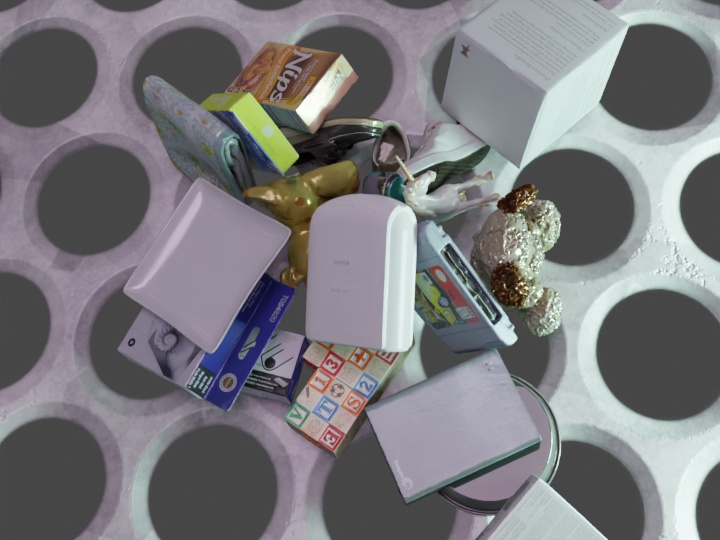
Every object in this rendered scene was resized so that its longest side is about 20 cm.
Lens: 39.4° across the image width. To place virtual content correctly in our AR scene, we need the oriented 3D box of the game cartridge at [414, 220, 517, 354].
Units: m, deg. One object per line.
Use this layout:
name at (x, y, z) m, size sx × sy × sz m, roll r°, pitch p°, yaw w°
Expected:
game cartridge at (0.113, 0.028, 1.362) m, size 0.041 × 0.133 × 0.200 m, roll -43°, pitch 102°, yaw -26°

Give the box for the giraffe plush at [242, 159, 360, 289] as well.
giraffe plush at (-0.069, -0.060, 1.456) m, size 0.171 × 0.200 × 0.163 m, roll -15°, pitch 95°, yaw 11°

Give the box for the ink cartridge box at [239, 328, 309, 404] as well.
ink cartridge box at (-0.182, 0.121, 1.448) m, size 0.198 × 0.044 × 0.095 m, roll 13°, pitch 70°, yaw 13°

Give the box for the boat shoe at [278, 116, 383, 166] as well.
boat shoe at (-0.050, -0.191, 1.521) m, size 0.200 × 0.072 × 0.067 m, roll -2°, pitch 86°, yaw 35°

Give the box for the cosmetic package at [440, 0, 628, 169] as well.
cosmetic package at (0.250, -0.296, 1.470) m, size 0.167 × 0.167 × 0.200 m, roll 41°, pitch 62°, yaw 19°

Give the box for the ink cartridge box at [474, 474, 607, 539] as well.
ink cartridge box at (0.246, 0.389, 1.293) m, size 0.200 × 0.050 × 0.161 m, roll 42°, pitch 87°, yaw -1°

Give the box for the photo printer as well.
photo printer at (0.000, 0.000, 1.328) m, size 0.166 × 0.069 × 0.202 m, roll 5°, pitch 93°, yaw 46°

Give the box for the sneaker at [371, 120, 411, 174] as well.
sneaker at (0.043, -0.131, 1.494) m, size 0.067 × 0.090 × 0.202 m, roll -1°, pitch 69°, yaw 6°

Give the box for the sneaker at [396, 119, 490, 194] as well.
sneaker at (0.103, -0.170, 1.483) m, size 0.085 × 0.073 × 0.199 m, roll 46°, pitch 44°, yaw 18°

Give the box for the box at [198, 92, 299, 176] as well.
box at (-0.166, -0.202, 1.474) m, size 0.048 × 0.200 × 0.122 m, roll -45°, pitch 113°, yaw -12°

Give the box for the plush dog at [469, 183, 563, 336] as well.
plush dog at (0.201, -0.022, 1.389) m, size 0.159 × 0.172 × 0.202 m, roll 1°, pitch 70°, yaw 7°

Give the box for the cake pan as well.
cake pan at (0.173, 0.229, 1.369) m, size 0.199 × 0.037 × 0.202 m, roll -2°, pitch 68°, yaw 6°

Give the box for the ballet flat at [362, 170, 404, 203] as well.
ballet flat at (0.036, -0.054, 1.433) m, size 0.071 × 0.202 × 0.072 m, roll -6°, pitch 32°, yaw 4°

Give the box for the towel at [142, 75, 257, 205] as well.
towel at (-0.236, -0.182, 1.490) m, size 0.171 × 0.200 × 0.048 m, roll 34°, pitch 70°, yaw 19°

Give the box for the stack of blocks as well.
stack of blocks at (-0.024, 0.147, 1.412) m, size 0.115 × 0.059 × 0.201 m, roll 30°, pitch 75°, yaw 17°

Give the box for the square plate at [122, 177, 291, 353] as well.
square plate at (-0.212, -0.009, 1.398) m, size 0.199 × 0.028 × 0.199 m, roll 29°, pitch 83°, yaw 32°

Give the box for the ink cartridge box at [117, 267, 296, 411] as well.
ink cartridge box at (-0.217, 0.070, 1.410) m, size 0.199 × 0.041 × 0.201 m, roll 21°, pitch 75°, yaw 30°

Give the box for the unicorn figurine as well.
unicorn figurine at (0.121, -0.103, 1.412) m, size 0.136 × 0.200 × 0.074 m, roll -16°, pitch 70°, yaw -6°

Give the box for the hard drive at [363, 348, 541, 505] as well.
hard drive at (0.121, 0.208, 1.345) m, size 0.199 × 0.033 × 0.140 m, roll -24°, pitch 68°, yaw -2°

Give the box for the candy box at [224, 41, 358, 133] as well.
candy box at (-0.109, -0.284, 1.542) m, size 0.199 × 0.055 × 0.116 m, roll 22°, pitch 71°, yaw 48°
